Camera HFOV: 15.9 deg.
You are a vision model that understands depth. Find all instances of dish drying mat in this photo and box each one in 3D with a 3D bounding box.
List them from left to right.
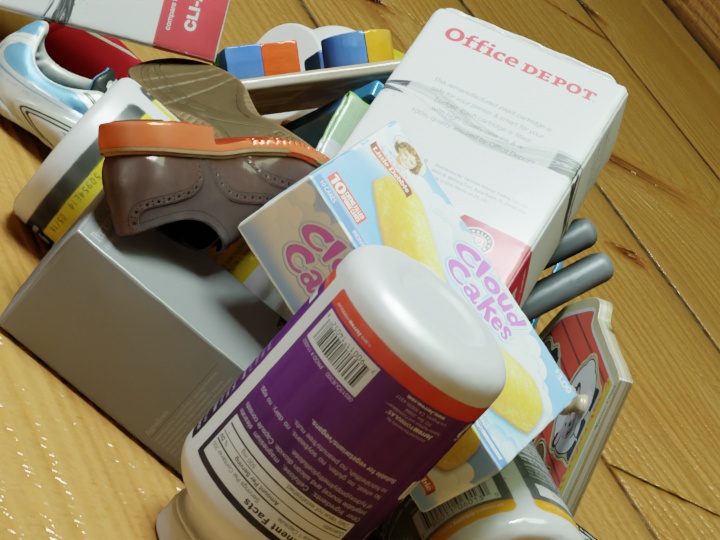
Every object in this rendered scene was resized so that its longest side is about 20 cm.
[{"bbox_3d":[-0.210,-0.152,1.891,0.077,0.018,0.200,43,16,-1],"label":"dish drying mat"}]

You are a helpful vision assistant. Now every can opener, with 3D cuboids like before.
[{"bbox_3d":[0.080,0.027,1.717,0.053,0.199,0.066,65,-16,-4],"label":"can opener"}]

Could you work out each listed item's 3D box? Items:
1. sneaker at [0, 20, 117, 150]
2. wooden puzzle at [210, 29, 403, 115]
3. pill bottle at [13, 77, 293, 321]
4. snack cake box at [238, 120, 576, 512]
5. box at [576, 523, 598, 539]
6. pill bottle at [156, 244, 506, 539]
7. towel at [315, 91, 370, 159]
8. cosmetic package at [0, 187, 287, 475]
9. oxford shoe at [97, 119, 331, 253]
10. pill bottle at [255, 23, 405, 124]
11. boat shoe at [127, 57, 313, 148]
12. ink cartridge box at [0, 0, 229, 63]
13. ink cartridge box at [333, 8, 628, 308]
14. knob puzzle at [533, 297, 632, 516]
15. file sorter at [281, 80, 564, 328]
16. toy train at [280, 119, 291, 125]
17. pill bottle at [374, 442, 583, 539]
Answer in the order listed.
[{"bbox_3d":[-0.167,-0.086,1.735,0.200,0.073,0.072,42,15,-7],"label":"sneaker"},{"bbox_3d":[-0.046,-0.142,1.892,0.198,0.047,0.185,-3,-3,-14],"label":"wooden puzzle"},{"bbox_3d":[-0.109,-0.015,1.617,0.200,0.114,0.114,42,17,-3],"label":"pill bottle"},{"bbox_3d":[0.029,0.025,1.508,0.201,0.067,0.115,56,36,-2],"label":"snack cake box"},{"bbox_3d":[0.136,0.229,1.684,0.075,0.050,0.200,38,17,-16],"label":"box"},{"bbox_3d":[-0.020,0.090,1.406,0.112,0.200,0.113,38,17,-14],"label":"pill bottle"},{"bbox_3d":[0.000,0.000,1.748,0.149,0.201,0.031,37,-25,-23],"label":"towel"},{"bbox_3d":[-0.105,0.048,1.520,0.200,0.090,0.107,42,20,-10],"label":"cosmetic package"},{"bbox_3d":[-0.084,-0.045,1.537,0.199,0.071,0.073,5,84,-50],"label":"oxford shoe"},{"bbox_3d":[-0.007,-0.141,2.167,0.200,0.111,0.111,21,27,-53],"label":"pill bottle"},{"bbox_3d":[-0.094,-0.077,1.722,0.072,0.072,0.200,-16,38,-35],"label":"boat shoe"},{"bbox_3d":[-0.195,-0.214,1.800,0.199,0.084,0.144,13,8,-13],"label":"ink cartridge box"},{"bbox_3d":[0.067,-0.058,1.687,0.144,0.084,0.200,25,55,13],"label":"ink cartridge box"},{"bbox_3d":[0.115,0.104,1.707,0.030,0.221,0.220,17,23,-13],"label":"knob puzzle"},{"bbox_3d":[0.029,-0.016,1.856,0.200,0.123,0.139,36,-26,-20],"label":"file sorter"},{"bbox_3d":[-0.020,-0.047,2.000,0.199,0.056,0.151,32,19,-32],"label":"toy train"},{"bbox_3d":[0.060,0.139,1.614,0.116,0.116,0.200,30,20,-34],"label":"pill bottle"}]
